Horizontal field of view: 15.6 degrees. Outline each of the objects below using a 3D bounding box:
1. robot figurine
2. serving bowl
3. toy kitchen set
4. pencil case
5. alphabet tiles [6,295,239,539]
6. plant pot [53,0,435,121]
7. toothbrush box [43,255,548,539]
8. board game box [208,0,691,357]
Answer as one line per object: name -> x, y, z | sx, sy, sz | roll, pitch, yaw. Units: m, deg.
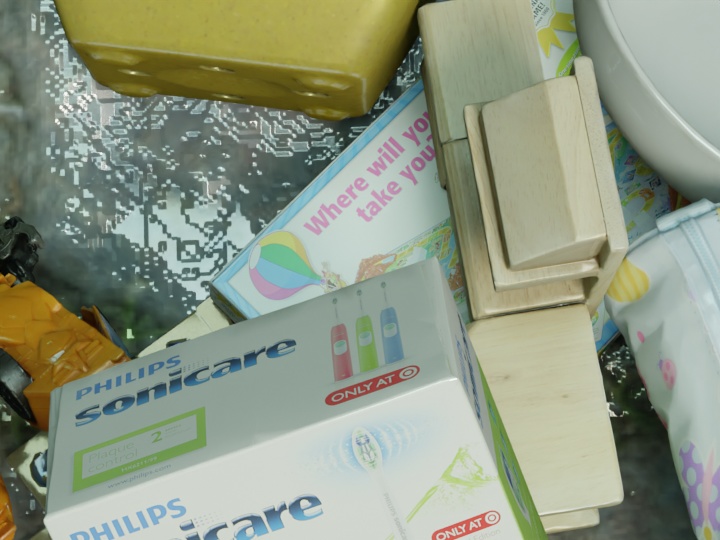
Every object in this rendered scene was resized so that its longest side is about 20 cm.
robot figurine -> -0.160, 0.048, 1.018 | 0.145, 0.200, 0.058 | -41, 121, -14
serving bowl -> 0.169, -0.085, 1.070 | 0.200, 0.066, 0.201 | 14, 52, -18
toy kitchen set -> 0.000, 0.000, 0.983 | 0.180, 0.163, 0.201 | -8, 78, -4
pencil case -> 0.152, 0.072, 0.949 | 0.083, 0.091, 0.200 | -30, 56, 20
alphabet tiles -> -0.044, 0.101, 1.086 | 0.200, 0.006, 0.167 | -38, 81, -7
plant pot -> -0.042, -0.169, 1.050 | 0.194, 0.196, 0.201 | 7, 84, 1
toothbrush box -> -0.006, 0.117, 0.920 | 0.145, 0.086, 0.200 | -18, 118, 6
board game box -> 0.054, -0.015, 1.090 | 0.134, 0.034, 0.200 | 45, 79, 7
